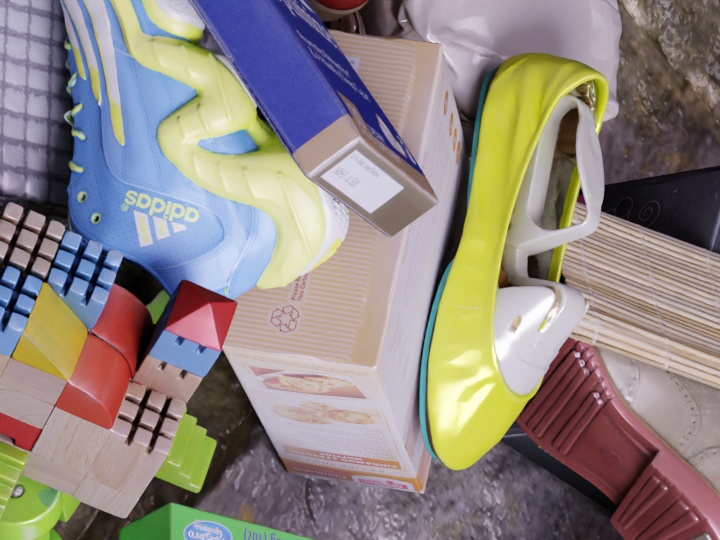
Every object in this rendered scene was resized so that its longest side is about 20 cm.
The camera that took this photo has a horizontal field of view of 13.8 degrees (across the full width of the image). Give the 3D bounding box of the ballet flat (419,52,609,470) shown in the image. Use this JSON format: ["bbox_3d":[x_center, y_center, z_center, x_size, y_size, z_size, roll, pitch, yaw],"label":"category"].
[{"bbox_3d":[0.076,-0.006,1.360,0.067,0.067,0.200,29,68,-53],"label":"ballet flat"}]

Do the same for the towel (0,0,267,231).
[{"bbox_3d":[-0.134,-0.098,1.325,0.200,0.086,0.166,10,76,-39],"label":"towel"}]

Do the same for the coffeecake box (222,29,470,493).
[{"bbox_3d":[0.000,0.000,1.364,0.200,0.073,0.154,70,30,-69],"label":"coffeecake box"}]

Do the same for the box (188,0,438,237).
[{"bbox_3d":[-0.046,-0.111,1.233,0.200,0.032,0.121,55,7,18],"label":"box"}]

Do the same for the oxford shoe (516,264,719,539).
[{"bbox_3d":[0.127,0.060,1.422,0.075,0.070,0.200,-27,76,-38],"label":"oxford shoe"}]

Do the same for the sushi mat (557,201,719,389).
[{"bbox_3d":[0.175,0.024,1.439,0.200,0.012,0.096,19,39,-26],"label":"sushi mat"}]

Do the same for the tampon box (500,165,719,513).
[{"bbox_3d":[0.196,0.061,1.568,0.200,0.126,0.150,35,62,-33],"label":"tampon box"}]

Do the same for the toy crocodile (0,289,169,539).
[{"bbox_3d":[-0.137,0.081,1.314,0.200,0.062,0.068,-53,159,-34],"label":"toy crocodile"}]

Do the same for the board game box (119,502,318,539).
[{"bbox_3d":[-0.031,0.213,1.275,0.153,0.040,0.200,17,57,-35],"label":"board game box"}]

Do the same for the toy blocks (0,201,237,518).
[{"bbox_3d":[-0.141,0.027,1.211,0.200,0.137,0.100,23,59,-7],"label":"toy blocks"}]

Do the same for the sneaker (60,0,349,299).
[{"bbox_3d":[-0.099,-0.065,1.242,0.105,0.076,0.200,-38,81,-5],"label":"sneaker"}]

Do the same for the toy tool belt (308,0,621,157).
[{"bbox_3d":[0.023,-0.114,1.454,0.200,0.123,0.125,14,71,-32],"label":"toy tool belt"}]
